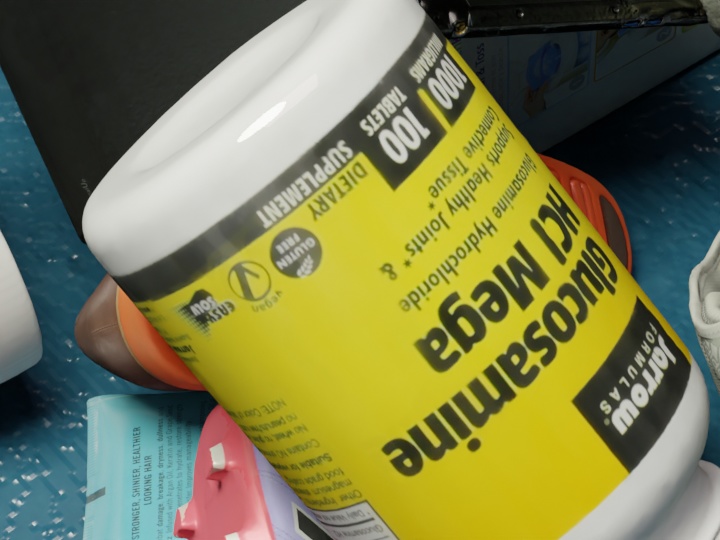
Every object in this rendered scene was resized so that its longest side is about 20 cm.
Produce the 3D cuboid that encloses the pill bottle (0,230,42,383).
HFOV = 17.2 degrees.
[{"bbox_3d":[-0.208,0.036,0.754,0.199,0.110,0.110,-29,55,-18],"label":"pill bottle"}]

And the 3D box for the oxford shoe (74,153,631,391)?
[{"bbox_3d":[0.000,0.000,0.780,0.199,0.072,0.072,-5,85,-32],"label":"oxford shoe"}]

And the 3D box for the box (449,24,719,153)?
[{"bbox_3d":[0.041,-0.111,0.854,0.199,0.102,0.113,-31,57,-19],"label":"box"}]

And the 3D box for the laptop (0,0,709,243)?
[{"bbox_3d":[-0.019,-0.115,0.780,0.199,0.103,0.178,-8,59,-37],"label":"laptop"}]

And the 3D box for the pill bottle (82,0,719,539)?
[{"bbox_3d":[0.025,0.027,0.665,0.200,0.112,0.113,50,61,-13],"label":"pill bottle"}]

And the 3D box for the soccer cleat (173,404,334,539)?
[{"bbox_3d":[0.001,0.127,0.693,0.076,0.067,0.201,-5,57,-25],"label":"soccer cleat"}]

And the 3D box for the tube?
[{"bbox_3d":[0.007,0.063,0.759,0.198,0.051,0.078,-6,51,6],"label":"tube"}]

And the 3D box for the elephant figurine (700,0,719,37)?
[{"bbox_3d":[0.174,-0.118,0.758,0.154,0.202,0.141,-17,17,-16],"label":"elephant figurine"}]

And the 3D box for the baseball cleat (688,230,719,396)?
[{"bbox_3d":[0.137,0.064,0.707,0.069,0.106,0.201,-29,44,14],"label":"baseball cleat"}]
